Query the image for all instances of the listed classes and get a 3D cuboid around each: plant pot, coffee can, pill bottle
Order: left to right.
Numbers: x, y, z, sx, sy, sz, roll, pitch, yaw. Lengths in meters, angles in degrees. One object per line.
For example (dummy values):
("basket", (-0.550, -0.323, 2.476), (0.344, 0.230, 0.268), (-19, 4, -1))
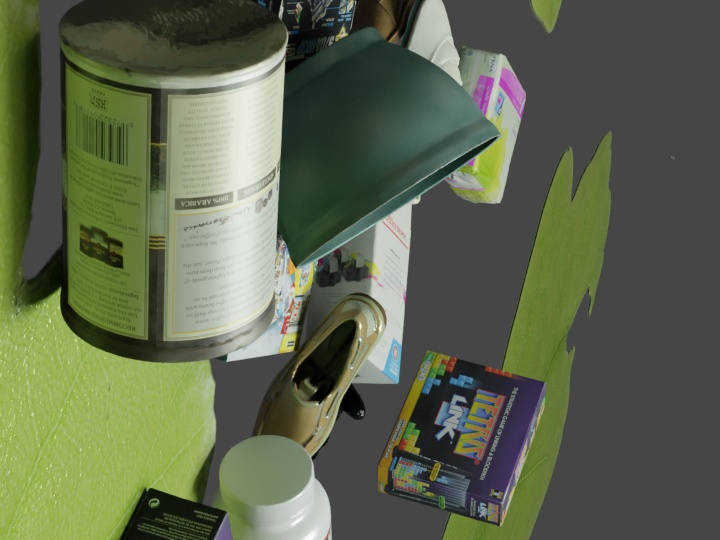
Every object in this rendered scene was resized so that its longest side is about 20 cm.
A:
("coffee can", (-0.122, -0.063, 1.203), (0.147, 0.145, 0.202), (-53, 152, -57))
("pill bottle", (-0.081, 0.249, 1.693), (0.113, 0.111, 0.201), (-62, 158, -44))
("plant pot", (-0.004, -0.111, 1.502), (0.199, 0.135, 0.200), (-33, 178, -1))

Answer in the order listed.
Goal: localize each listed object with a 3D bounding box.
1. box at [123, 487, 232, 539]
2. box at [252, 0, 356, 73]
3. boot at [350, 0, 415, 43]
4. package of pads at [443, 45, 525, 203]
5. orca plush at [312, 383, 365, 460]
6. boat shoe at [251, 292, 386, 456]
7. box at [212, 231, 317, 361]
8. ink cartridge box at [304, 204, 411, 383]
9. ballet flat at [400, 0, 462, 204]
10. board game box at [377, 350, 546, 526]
("box", (-0.157, 0.300, 1.529), (0.201, 0.078, 0.142), (85, 26, -49))
("box", (-0.047, -0.247, 1.518), (0.200, 0.046, 0.161), (-30, 131, -70))
("boot", (0.008, -0.253, 1.728), (0.076, 0.073, 0.201), (55, 47, -30))
("package of pads", (0.145, -0.170, 2.255), (0.200, 0.068, 0.156), (31, 72, -74))
("orca plush", (-0.032, 0.135, 1.853), (0.106, 0.070, 0.201), (83, 25, -53))
("boat shoe", (-0.050, 0.110, 1.704), (0.201, 0.071, 0.076), (-62, 173, 18))
("box", (-0.085, 0.004, 1.611), (0.200, 0.037, 0.138), (0, 103, -75))
("ink cartridge box", (0.000, 0.000, 1.809), (0.115, 0.067, 0.202), (45, 48, -67))
("ballet flat", (0.060, -0.155, 1.726), (0.069, 0.069, 0.202), (-16, 125, -73))
("board game box", (0.129, 0.208, 2.331), (0.057, 0.164, 0.201), (87, 21, -48))
